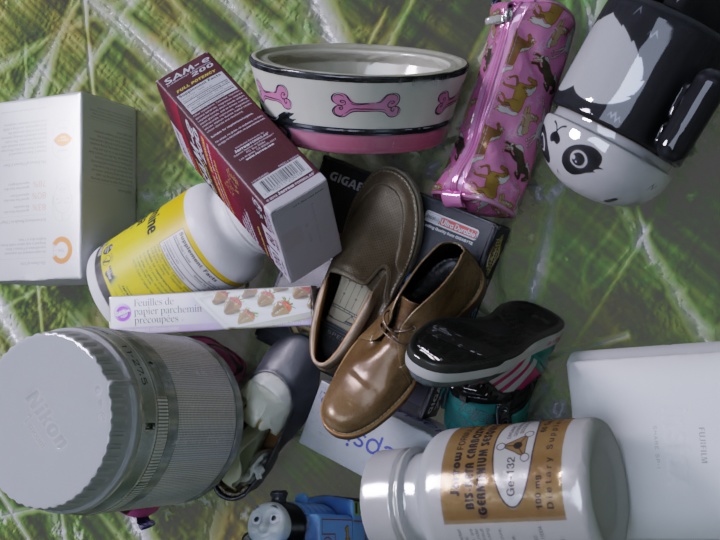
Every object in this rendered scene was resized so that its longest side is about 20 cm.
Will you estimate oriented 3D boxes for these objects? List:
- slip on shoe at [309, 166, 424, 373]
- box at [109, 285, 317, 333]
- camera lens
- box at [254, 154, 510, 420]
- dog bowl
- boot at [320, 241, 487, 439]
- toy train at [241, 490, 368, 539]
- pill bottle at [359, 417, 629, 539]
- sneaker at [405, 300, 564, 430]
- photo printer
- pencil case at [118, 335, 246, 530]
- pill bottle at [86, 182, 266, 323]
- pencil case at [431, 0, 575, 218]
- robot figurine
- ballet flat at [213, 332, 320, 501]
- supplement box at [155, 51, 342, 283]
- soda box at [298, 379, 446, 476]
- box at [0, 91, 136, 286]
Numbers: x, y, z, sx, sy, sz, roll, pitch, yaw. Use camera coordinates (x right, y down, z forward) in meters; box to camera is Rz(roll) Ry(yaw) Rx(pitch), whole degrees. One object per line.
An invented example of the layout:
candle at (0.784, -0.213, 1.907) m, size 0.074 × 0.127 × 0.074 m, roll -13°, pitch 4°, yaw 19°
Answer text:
slip on shoe at (0.000, 0.000, 0.959) m, size 0.076 × 0.061 × 0.200 m, roll 25°, pitch 98°, yaw 24°
box at (-0.140, 0.039, 1.002) m, size 0.200 × 0.041 × 0.039 m, roll -3°, pitch 87°, yaw 5°
camera lens at (-0.213, 0.133, 0.928) m, size 0.160 × 0.200 × 0.160 m, roll -4°, pitch 81°, yaw 26°
box at (0.018, 0.014, 1.011) m, size 0.200 × 0.050 × 0.199 m, roll 25°, pitch 99°, yaw 24°
dog bowl at (-0.002, -0.160, 0.956) m, size 0.200 × 0.200 × 0.074 m, roll 13°, pitch 113°, yaw 25°
boot at (0.029, 0.056, 0.899) m, size 0.074 × 0.075 × 0.200 m, roll 35°, pitch 80°, yaw 26°
toy train at (-0.045, 0.261, 0.948) m, size 0.087 × 0.200 × 0.114 m, roll -11°, pitch 72°, yaw 25°
pill bottle at (0.107, 0.184, 0.850) m, size 0.200 × 0.114 × 0.114 m, roll -10°, pitch 83°, yaw 28°
sneaker at (0.095, 0.100, 0.897) m, size 0.084 × 0.200 × 0.121 m, roll 31°, pitch 116°, yaw 33°
photo printer at (0.280, 0.144, 0.866) m, size 0.200 × 0.069 × 0.167 m, roll -6°, pitch 85°, yaw 25°
pencil case at (-0.202, 0.164, 1.081) m, size 0.091 × 0.094 × 0.200 m, roll 36°, pitch 102°, yaw 22°
pill bottle at (-0.173, -0.019, 1.066) m, size 0.200 × 0.112 × 0.112 m, roll -29°, pitch 75°, yaw 20°
pencil case at (0.129, -0.144, 0.934) m, size 0.086 × 0.083 × 0.200 m, roll 17°, pitch 89°, yaw -14°
robot figurine at (0.234, -0.152, 0.872) m, size 0.125 × 0.150 × 0.200 m, roll 30°, pitch 100°, yaw 11°
ballet flat at (-0.098, 0.151, 1.018) m, size 0.073 × 0.073 × 0.200 m, roll 39°, pitch 120°, yaw 22°
supplement box at (-0.101, -0.095, 0.941) m, size 0.061 × 0.109 × 0.200 m, roll -33°, pitch 57°, yaw -14°
soda box at (0.046, 0.172, 0.979) m, size 0.200 × 0.063 × 0.068 m, roll 23°, pitch 97°, yaw 24°
box at (-0.326, -0.085, 1.150) m, size 0.124 × 0.097 × 0.200 m, roll -2°, pitch 86°, yaw 25°
